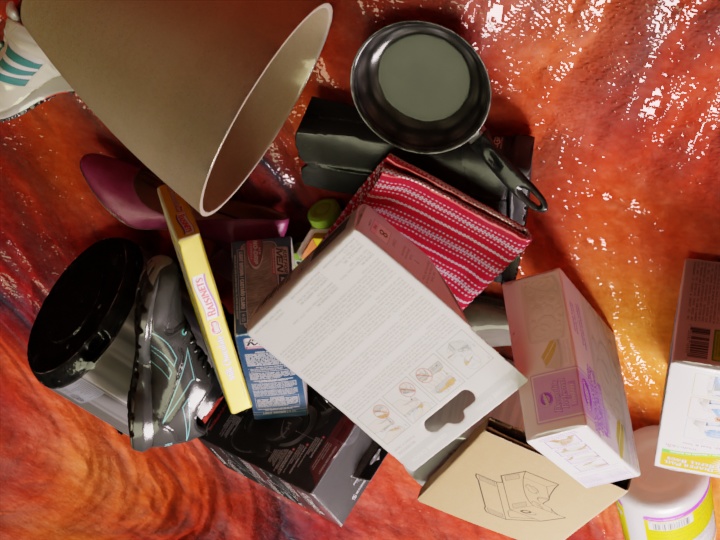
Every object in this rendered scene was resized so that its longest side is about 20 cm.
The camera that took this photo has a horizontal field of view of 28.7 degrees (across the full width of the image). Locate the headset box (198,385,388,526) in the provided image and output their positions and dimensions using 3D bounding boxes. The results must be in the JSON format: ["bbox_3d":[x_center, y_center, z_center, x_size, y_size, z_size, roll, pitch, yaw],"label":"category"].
[{"bbox_3d":[-0.051,0.163,1.479,0.199,0.150,0.077,18,156,39],"label":"headset box"}]

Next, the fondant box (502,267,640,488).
[{"bbox_3d":[0.193,0.102,1.270,0.058,0.146,0.200,-15,155,20],"label":"fondant box"}]

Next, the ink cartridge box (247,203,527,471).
[{"bbox_3d":[0.023,0.061,1.215,0.199,0.057,0.162,38,125,-14],"label":"ink cartridge box"}]

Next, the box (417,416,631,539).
[{"bbox_3d":[0.166,0.226,1.461,0.162,0.021,0.200,23,146,-6],"label":"box"}]

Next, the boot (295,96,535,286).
[{"bbox_3d":[0.046,-0.065,1.218,0.198,0.066,0.166,8,135,8],"label":"boot"}]

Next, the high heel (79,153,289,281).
[{"bbox_3d":[-0.166,-0.073,1.341,0.199,0.068,0.096,31,127,-21],"label":"high heel"}]

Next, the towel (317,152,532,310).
[{"bbox_3d":[0.047,-0.016,1.222,0.144,0.023,0.200,27,148,-7],"label":"towel"}]

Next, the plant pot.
[{"bbox_3d":[-0.153,-0.175,1.081,0.199,0.188,0.188,33,147,3],"label":"plant pot"}]

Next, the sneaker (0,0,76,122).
[{"bbox_3d":[-0.281,-0.194,1.211,0.198,0.070,0.094,-9,121,39],"label":"sneaker"}]

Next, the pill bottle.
[{"bbox_3d":[0.331,0.259,1.527,0.103,0.105,0.201,5,145,20],"label":"pill bottle"}]

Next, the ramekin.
[{"bbox_3d":[0.130,0.181,1.520,0.200,0.095,0.203,13,147,9],"label":"ramekin"}]

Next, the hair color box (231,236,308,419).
[{"bbox_3d":[-0.087,0.060,1.375,0.060,0.101,0.201,-5,151,-2],"label":"hair color box"}]

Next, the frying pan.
[{"bbox_3d":[0.083,-0.131,1.110,0.188,0.031,0.116,23,127,1],"label":"frying pan"}]

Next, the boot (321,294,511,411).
[{"bbox_3d":[0.066,0.094,1.389,0.198,0.132,0.068,-1,143,27],"label":"boot"}]

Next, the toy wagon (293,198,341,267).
[{"bbox_3d":[0.000,0.000,1.347,0.198,0.040,0.156,2,136,33],"label":"toy wagon"}]

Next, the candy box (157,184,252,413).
[{"bbox_3d":[-0.145,0.026,1.309,0.026,0.102,0.202,-17,125,-7],"label":"candy box"}]

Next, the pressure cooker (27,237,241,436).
[{"bbox_3d":[-0.225,0.084,1.468,0.199,0.180,0.176,36,177,-31],"label":"pressure cooker"}]

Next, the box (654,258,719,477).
[{"bbox_3d":[0.329,0.095,1.276,0.100,0.113,0.201,8,147,12],"label":"box"}]

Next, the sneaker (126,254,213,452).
[{"bbox_3d":[-0.179,0.078,1.341,0.078,0.076,0.202,2,116,-12],"label":"sneaker"}]
